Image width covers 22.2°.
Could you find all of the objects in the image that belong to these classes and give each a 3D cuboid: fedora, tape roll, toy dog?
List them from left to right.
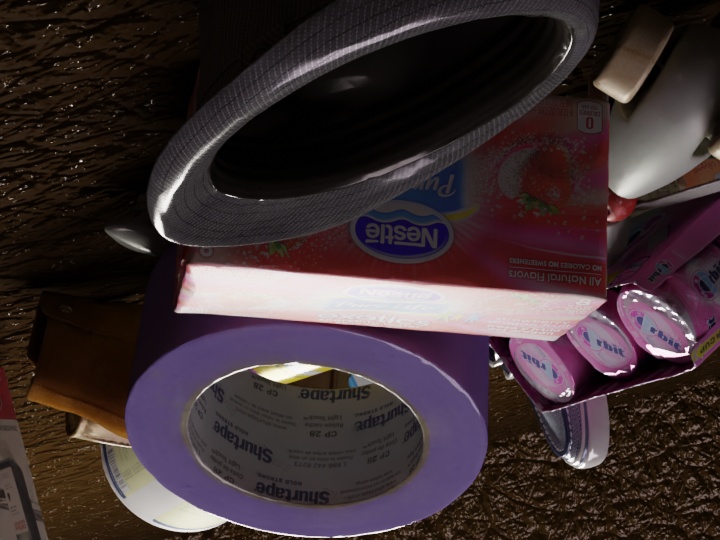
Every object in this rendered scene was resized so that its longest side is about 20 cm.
[{"bbox_3d":[-0.028,0.060,1.017,0.198,0.085,0.201,3,139,3],"label":"tape roll"},{"bbox_3d":[-0.006,-0.094,0.710,0.176,0.091,0.200,-8,160,-40],"label":"fedora"},{"bbox_3d":[0.161,-0.083,0.995,0.097,0.132,0.200,-53,-164,-31],"label":"toy dog"}]

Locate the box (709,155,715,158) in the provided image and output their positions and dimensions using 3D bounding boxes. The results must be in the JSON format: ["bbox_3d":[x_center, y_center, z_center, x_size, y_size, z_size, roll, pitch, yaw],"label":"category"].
[{"bbox_3d":[0.287,-0.094,1.093,0.143,0.037,0.200,-11,-174,-22],"label":"box"}]

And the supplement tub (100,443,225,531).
[{"bbox_3d":[-0.115,0.122,1.460,0.144,0.146,0.200,-10,167,-27],"label":"supplement tub"}]

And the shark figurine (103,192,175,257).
[{"bbox_3d":[-0.022,-0.025,1.034,0.213,0.090,0.128,-16,170,11],"label":"shark figurine"}]

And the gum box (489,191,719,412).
[{"bbox_3d":[0.174,0.015,1.108,0.113,0.066,0.200,-40,-175,-25],"label":"gum box"}]

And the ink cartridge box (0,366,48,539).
[{"bbox_3d":[-0.300,0.172,1.306,0.084,0.202,0.145,-20,168,20],"label":"ink cartridge box"}]

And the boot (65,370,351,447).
[{"bbox_3d":[-0.105,0.058,1.302,0.199,0.176,0.066,14,135,-21],"label":"boot"}]

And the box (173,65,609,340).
[{"bbox_3d":[0.013,-0.029,0.881,0.198,0.104,0.095,6,166,-9],"label":"box"}]

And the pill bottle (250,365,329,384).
[{"bbox_3d":[0.000,0.000,1.111,0.199,0.105,0.104,-19,169,32],"label":"pill bottle"}]

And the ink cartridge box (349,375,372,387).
[{"bbox_3d":[0.069,0.032,1.375,0.144,0.084,0.200,-23,173,-28],"label":"ink cartridge box"}]

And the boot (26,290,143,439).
[{"bbox_3d":[-0.140,0.036,1.198,0.143,0.202,0.071,20,120,-8],"label":"boot"}]

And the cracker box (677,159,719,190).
[{"bbox_3d":[0.318,-0.075,1.319,0.133,0.058,0.199,-26,166,40],"label":"cracker box"}]

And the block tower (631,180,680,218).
[{"bbox_3d":[0.122,-0.046,1.207,0.199,0.054,0.058,-7,167,-36],"label":"block tower"}]

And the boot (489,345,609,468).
[{"bbox_3d":[0.096,0.044,1.233,0.090,0.201,0.073,-8,156,-21],"label":"boot"}]
